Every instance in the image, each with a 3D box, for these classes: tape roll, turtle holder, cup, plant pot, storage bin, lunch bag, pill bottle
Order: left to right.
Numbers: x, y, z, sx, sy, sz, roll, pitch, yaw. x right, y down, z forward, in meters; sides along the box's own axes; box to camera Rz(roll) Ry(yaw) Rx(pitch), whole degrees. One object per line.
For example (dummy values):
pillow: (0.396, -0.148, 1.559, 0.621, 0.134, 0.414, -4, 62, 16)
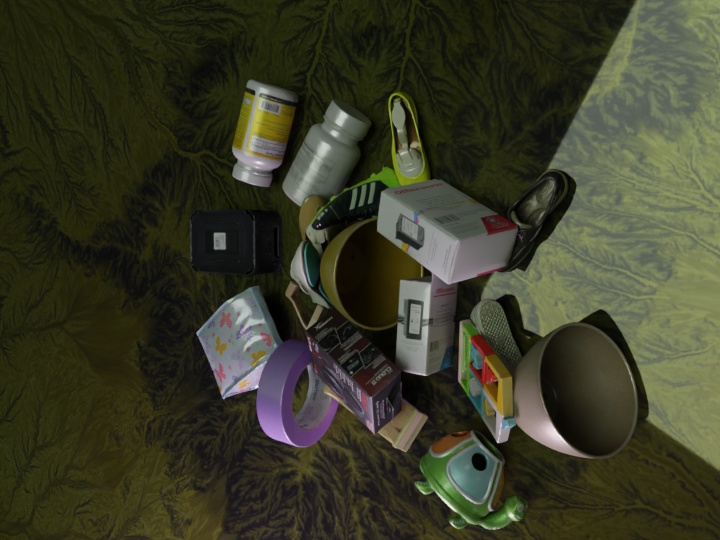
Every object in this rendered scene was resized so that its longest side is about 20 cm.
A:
storage bin: (-0.277, -0.064, 1.495, 0.197, 0.093, 0.139, 3, 95, 33)
lunch bag: (-0.243, 0.155, 1.468, 0.200, 0.126, 0.172, -43, 68, 38)
pill bottle: (-0.206, -0.287, 1.422, 0.111, 0.112, 0.204, 25, 106, 30)
tape roll: (-0.118, 0.241, 1.342, 0.065, 0.199, 0.205, 8, 97, 32)
pill bottle: (-0.063, -0.224, 1.328, 0.114, 0.114, 0.202, 41, 114, 24)
plant pot: (0.000, 0.000, 1.272, 0.141, 0.197, 0.205, 9, 99, 56)
turtle holder: (0.195, 0.368, 1.178, 0.132, 0.140, 0.186, -49, 57, 7)
cup: (0.314, 0.199, 1.073, 0.143, 0.197, 0.204, -34, 73, 57)

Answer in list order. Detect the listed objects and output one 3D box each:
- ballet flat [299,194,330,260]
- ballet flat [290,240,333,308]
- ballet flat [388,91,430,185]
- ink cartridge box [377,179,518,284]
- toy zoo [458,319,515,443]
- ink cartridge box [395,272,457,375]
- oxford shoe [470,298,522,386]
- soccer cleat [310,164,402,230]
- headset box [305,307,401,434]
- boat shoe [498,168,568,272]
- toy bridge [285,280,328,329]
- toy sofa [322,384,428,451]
ballet flat: (-0.082, -0.061, 1.335, 0.202, 0.067, 0.064, 91, 157, -50)
ballet flat: (-0.102, 0.013, 1.329, 0.068, 0.201, 0.071, -9, 55, 14)
ballet flat: (0.084, -0.234, 1.252, 0.065, 0.067, 0.205, -11, 86, 14)
ink cartridge box: (0.143, -0.071, 1.147, 0.199, 0.145, 0.087, 39, 131, 43)
toy zoo: (0.211, 0.191, 1.130, 0.201, 0.020, 0.134, -120, 23, -59)
ink cartridge box: (0.121, 0.075, 1.221, 0.067, 0.115, 0.205, 7, 96, 31)
oxford shoe: (0.241, 0.147, 1.185, 0.058, 0.074, 0.204, 172, 81, -77)
soccer cleat: (-0.001, -0.121, 1.267, 0.198, 0.068, 0.082, -32, 81, -15)
headset box: (-0.004, 0.189, 1.220, 0.200, 0.077, 0.150, 42, 156, 28)
boat shoe: (0.272, -0.083, 1.140, 0.073, 0.064, 0.202, 38, 114, 24)
toy bridge: (-0.091, 0.101, 1.418, 0.199, 0.027, 0.068, 38, 113, 27)
toy sofa: (0.031, 0.262, 1.325, 0.198, 0.098, 0.084, 32, 85, 28)
